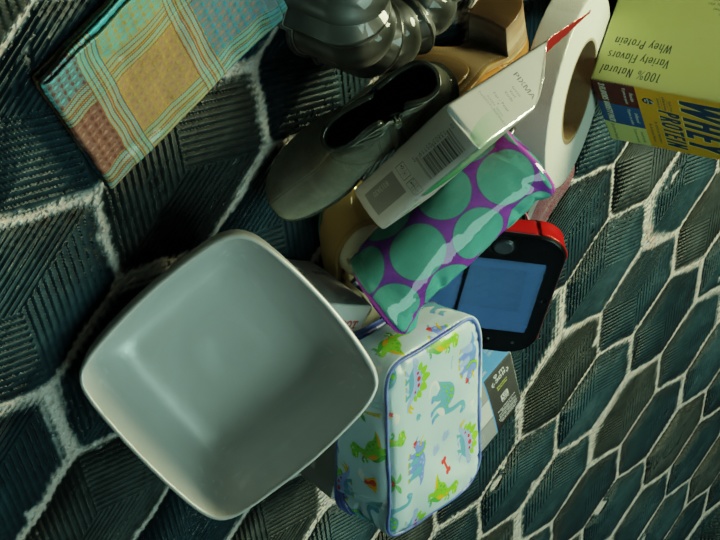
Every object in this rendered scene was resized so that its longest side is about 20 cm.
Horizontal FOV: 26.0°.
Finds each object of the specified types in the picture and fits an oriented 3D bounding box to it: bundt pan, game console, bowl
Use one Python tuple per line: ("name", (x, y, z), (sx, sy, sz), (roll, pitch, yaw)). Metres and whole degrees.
("bundt pan", (0.026, -0.243, 1.255), (0.201, 0.075, 0.203), (-39, 149, -29))
("game console", (0.102, 0.014, 1.529), (0.201, 0.175, 0.031), (101, -9, -53))
("bowl", (-0.108, 0.077, 1.282), (0.200, 0.075, 0.200), (-40, 109, 6))

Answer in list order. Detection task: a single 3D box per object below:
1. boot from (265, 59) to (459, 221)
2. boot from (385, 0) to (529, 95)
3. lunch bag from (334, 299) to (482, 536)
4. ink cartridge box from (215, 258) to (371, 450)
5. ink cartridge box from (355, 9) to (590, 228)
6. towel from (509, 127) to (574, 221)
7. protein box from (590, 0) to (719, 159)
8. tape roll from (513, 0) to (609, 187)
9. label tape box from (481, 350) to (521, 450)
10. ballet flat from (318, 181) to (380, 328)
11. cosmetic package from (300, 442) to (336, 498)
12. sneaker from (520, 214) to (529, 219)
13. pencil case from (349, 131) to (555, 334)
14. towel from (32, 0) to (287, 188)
("boot", (-0.013, -0.109, 1.257), (0.199, 0.068, 0.131), (-36, 176, 15))
("boot", (0.091, -0.152, 1.457), (0.200, 0.074, 0.155), (-42, 152, -21))
("lunch bag", (0.049, 0.138, 1.481), (0.160, 0.082, 0.202), (-28, 127, -41))
("ink cartridge box", (-0.094, 0.095, 1.410), (0.144, 0.084, 0.202), (4, 115, -59))
("ink cartridge box", (0.105, -0.125, 1.305), (0.199, 0.050, 0.161), (-33, 176, -36))
("towel", (0.195, -0.121, 1.669), (0.145, 0.023, 0.201), (-60, 156, -27))
("protein box", (0.369, -0.236, 1.614), (0.202, 0.197, 0.135), (-69, 155, -16))
("tape roll", (0.202, -0.182, 1.554), (0.203, 0.037, 0.205), (16, 90, -72))
("label tape box", (0.112, 0.147, 1.811), (0.143, 0.066, 0.201), (-47, 152, -16))
("ballet flat", (0.000, 0.000, 1.476), (0.068, 0.063, 0.201), (-28, 142, -24))
("cosmetic package", (0.006, 0.137, 1.591), (0.199, 0.106, 0.091), (-29, 142, -43))
("sneaker", (0.146, -0.058, 1.518), (0.099, 0.071, 0.199), (-32, 141, 31))
("pencil case", (0.081, -0.038, 1.401), (0.200, 0.085, 0.092), (-43, 131, 0))
("towel", (-0.139, -0.166, 1.133), (0.200, 0.022, 0.147), (-49, 151, -13))
